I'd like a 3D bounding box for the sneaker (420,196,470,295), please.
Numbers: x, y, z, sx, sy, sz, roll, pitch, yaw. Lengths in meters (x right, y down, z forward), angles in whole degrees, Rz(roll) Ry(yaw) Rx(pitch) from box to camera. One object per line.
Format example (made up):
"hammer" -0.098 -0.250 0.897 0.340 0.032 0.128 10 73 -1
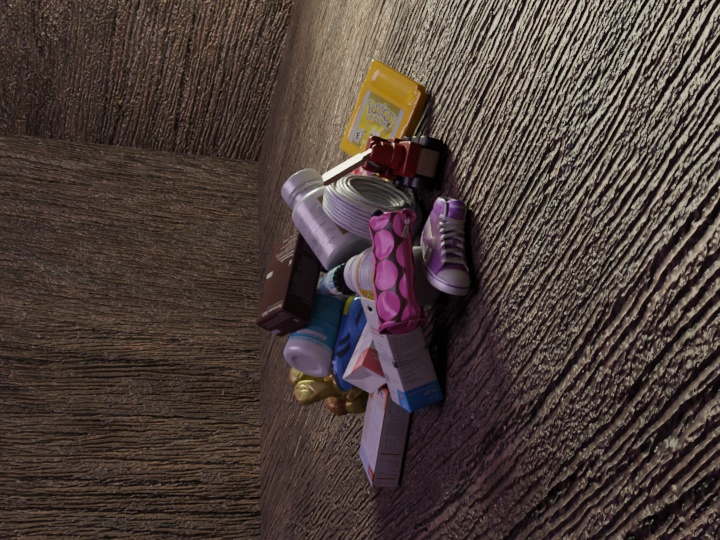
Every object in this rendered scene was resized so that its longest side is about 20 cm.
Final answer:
"sneaker" 0.143 -0.051 1.426 0.201 0.073 0.114 -105 27 -54

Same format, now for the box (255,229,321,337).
"box" -0.142 0.025 1.793 0.100 0.075 0.200 -29 43 43

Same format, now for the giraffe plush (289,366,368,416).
"giraffe plush" -0.034 0.246 1.868 0.162 0.200 0.173 62 -144 -47

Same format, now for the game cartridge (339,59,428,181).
"game cartridge" 0.045 -0.307 1.786 0.176 0.032 0.200 40 118 42

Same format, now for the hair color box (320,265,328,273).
"hair color box" -0.047 -0.100 1.869 0.109 0.065 0.200 38 107 52

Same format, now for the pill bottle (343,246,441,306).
"pill bottle" 0.054 0.008 1.580 0.200 0.104 0.104 2 88 57

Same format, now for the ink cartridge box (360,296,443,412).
"ink cartridge box" 0.070 0.133 1.519 0.116 0.068 0.200 -169 60 -75

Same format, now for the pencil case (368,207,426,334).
"pencil case" 0.062 0.002 1.422 0.094 0.091 0.200 -19 73 48

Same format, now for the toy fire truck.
"toy fire truck" 0.031 -0.201 1.632 0.176 0.200 0.129 -147 70 -74

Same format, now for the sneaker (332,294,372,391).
"sneaker" -0.002 0.144 1.749 0.078 0.066 0.200 2 73 33

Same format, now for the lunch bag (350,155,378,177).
"lunch bag" 0.029 -0.242 1.929 0.200 0.082 0.176 -178 92 -76

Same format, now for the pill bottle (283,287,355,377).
"pill bottle" -0.074 0.111 1.808 0.111 0.111 0.200 120 175 -60

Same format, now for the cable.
"cable" 0.022 -0.120 1.668 0.200 0.200 0.069 -110 37 -60

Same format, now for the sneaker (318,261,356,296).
"sneaker" 0.000 0.000 1.730 0.086 0.200 0.078 -15 91 52

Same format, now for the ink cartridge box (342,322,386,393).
"ink cartridge box" 0.047 0.123 1.669 0.200 0.067 0.116 -66 9 -26

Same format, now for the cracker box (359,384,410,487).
"cracker box" 0.049 0.304 1.716 0.134 0.058 0.200 -124 42 -70

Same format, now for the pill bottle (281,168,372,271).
"pill bottle" -0.072 -0.104 1.762 0.200 0.114 0.114 54 148 23
